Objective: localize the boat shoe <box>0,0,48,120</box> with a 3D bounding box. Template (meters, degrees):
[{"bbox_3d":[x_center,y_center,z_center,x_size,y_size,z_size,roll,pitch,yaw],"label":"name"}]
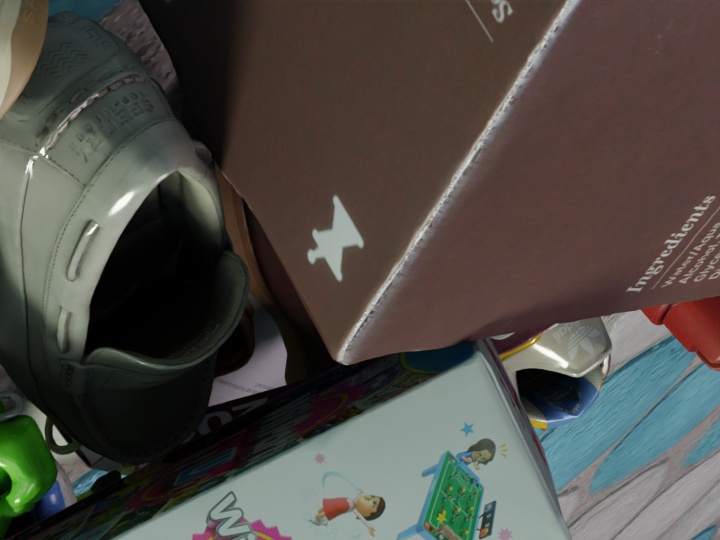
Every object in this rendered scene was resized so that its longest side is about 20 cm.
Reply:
[{"bbox_3d":[-0.164,-0.016,0.625,0.065,0.072,0.200,31,115,-33],"label":"boat shoe"}]

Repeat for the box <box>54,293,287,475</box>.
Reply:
[{"bbox_3d":[-0.025,0.010,1.022,0.200,0.041,0.156,-44,162,6],"label":"box"}]

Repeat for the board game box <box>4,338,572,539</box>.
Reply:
[{"bbox_3d":[-0.040,0.086,0.728,0.199,0.065,0.148,-27,-176,3],"label":"board game box"}]

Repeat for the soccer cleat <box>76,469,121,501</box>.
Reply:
[{"bbox_3d":[-0.066,0.118,1.006,0.200,0.065,0.084,-19,138,-51],"label":"soccer cleat"}]

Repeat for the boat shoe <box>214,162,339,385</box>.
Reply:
[{"bbox_3d":[0.000,0.000,0.896,0.200,0.070,0.071,69,32,-50],"label":"boat shoe"}]

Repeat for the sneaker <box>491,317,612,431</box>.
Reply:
[{"bbox_3d":[0.056,0.036,1.024,0.075,0.090,0.200,-39,170,-10],"label":"sneaker"}]

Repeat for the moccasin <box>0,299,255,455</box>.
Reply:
[{"bbox_3d":[-0.092,0.013,0.816,0.074,0.078,0.201,-41,163,8],"label":"moccasin"}]

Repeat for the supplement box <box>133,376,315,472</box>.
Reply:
[{"bbox_3d":[-0.034,0.125,0.912,0.108,0.061,0.201,-15,145,-23],"label":"supplement box"}]

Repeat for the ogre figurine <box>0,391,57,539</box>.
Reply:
[{"bbox_3d":[-0.176,0.076,0.731,0.119,0.200,0.099,-19,112,-30],"label":"ogre figurine"}]

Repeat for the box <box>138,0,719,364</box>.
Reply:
[{"bbox_3d":[0.067,-0.098,0.673,0.199,0.166,0.165,-9,147,-36],"label":"box"}]

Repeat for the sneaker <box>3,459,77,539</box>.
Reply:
[{"bbox_3d":[-0.161,0.151,0.857,0.146,0.080,0.201,-33,-147,57],"label":"sneaker"}]

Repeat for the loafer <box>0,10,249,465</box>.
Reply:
[{"bbox_3d":[-0.067,0.008,0.701,0.070,0.070,0.200,-42,155,-17],"label":"loafer"}]

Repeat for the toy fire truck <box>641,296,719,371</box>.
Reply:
[{"bbox_3d":[0.198,0.005,1.225,0.129,0.200,0.176,-46,163,17],"label":"toy fire truck"}]
